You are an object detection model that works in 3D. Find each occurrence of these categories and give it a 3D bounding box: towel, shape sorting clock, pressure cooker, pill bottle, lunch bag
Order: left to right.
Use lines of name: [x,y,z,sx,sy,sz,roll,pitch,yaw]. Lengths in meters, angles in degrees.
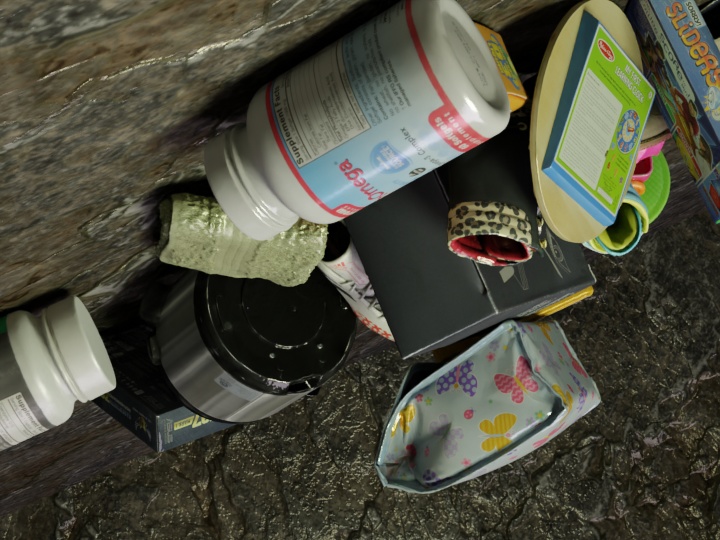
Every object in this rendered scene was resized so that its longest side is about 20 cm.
pill bottle: [-0.336,0.106,1.294,0.199,0.114,0.113,-24,172,-4]
towel: [-0.104,-0.021,1.208,0.147,0.037,0.200,9,167,-8]
pressure cooker: [-0.117,0.060,1.403,0.178,0.177,0.200,-23,172,-32]
pill bottle: [-0.006,-0.100,0.962,0.199,0.109,0.109,-28,171,23]
lunch bag: [0.112,0.136,1.363,0.200,0.128,0.169,-37,166,18]
shape sorting clock: [0.188,-0.124,1.161,0.039,0.202,0.199,14,-163,35]

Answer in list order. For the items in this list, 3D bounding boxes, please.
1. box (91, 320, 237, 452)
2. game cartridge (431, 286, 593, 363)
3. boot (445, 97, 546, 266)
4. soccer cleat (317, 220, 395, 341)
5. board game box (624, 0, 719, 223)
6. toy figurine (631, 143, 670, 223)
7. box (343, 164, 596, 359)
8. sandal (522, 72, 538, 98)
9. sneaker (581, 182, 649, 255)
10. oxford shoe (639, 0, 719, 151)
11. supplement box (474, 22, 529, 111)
box: [-0.210,0.117,1.542,0.157,0.051,0.199,-19,-148,-37]
game cartridge: [0.119,-0.030,1.440,0.175,0.201,0.032,-25,168,4]
boot: [0.147,-0.073,1.204,0.202,0.155,0.073,14,151,-30]
soccer cleat: [0.000,0.000,1.311,0.069,0.200,0.085,-43,-178,4]
board game box: [0.285,-0.146,1.192,0.034,0.201,0.135,-24,172,0]
toy figurine: [0.254,-0.142,1.521,0.198,0.151,0.184,0,157,1]
box: [0.094,-0.043,1.300,0.117,0.198,0.199,-29,171,35]
sandal: [0.219,-0.175,1.314,0.080,0.058,0.200,-29,170,31]
sneaker: [0.240,-0.059,1.393,0.079,0.131,0.200,-29,156,10]
oxford shoe: [0.288,-0.187,1.315,0.200,0.070,0.074,-45,143,-28]
supplement box: [0.028,-0.118,1.105,0.199,0.067,0.069,-28,168,19]
